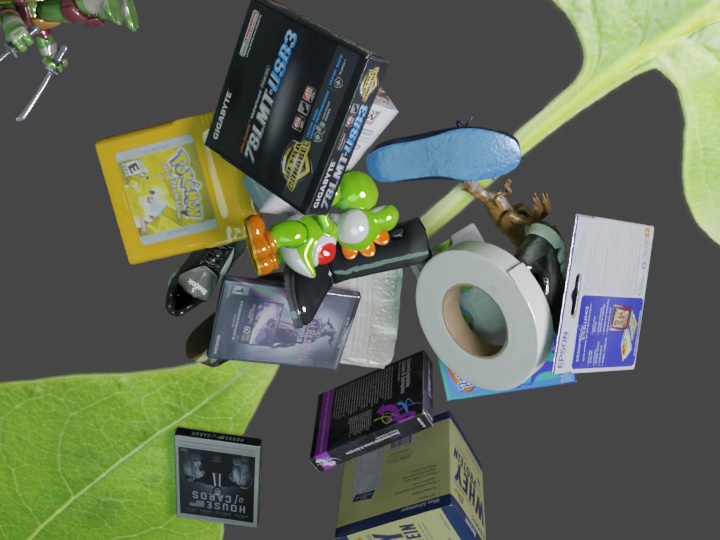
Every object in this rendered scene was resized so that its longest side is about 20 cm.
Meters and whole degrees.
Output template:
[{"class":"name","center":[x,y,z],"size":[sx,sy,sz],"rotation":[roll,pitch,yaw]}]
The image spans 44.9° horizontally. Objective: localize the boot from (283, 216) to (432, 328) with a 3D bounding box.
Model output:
[{"class":"boot","center":[0.000,-0.001,1.166],"size":[0.198,0.165,0.066],"rotation":[-10,125,2]}]

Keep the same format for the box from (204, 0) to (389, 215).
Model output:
[{"class":"box","center":[-0.084,-0.198,1.047],"size":[0.198,0.050,0.201],"rotation":[35,112,28]}]

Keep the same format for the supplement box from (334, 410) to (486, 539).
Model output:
[{"class":"supplement box","center":[0.082,0.363,1.380],"size":[0.198,0.200,0.135],"rotation":[-22,118,18]}]

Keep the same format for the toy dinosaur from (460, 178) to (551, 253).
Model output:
[{"class":"toy dinosaur","center":[0.209,-0.065,1.194],"size":[0.106,0.061,0.201],"rotation":[-21,116,32]}]

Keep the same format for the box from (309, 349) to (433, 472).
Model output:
[{"class":"box","center":[0.019,0.212,1.325],"size":[0.199,0.144,0.036],"rotation":[-27,118,21]}]

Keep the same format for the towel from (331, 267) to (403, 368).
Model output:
[{"class":"towel","center":[-0.008,0.060,1.296],"size":[0.131,0.035,0.202],"rotation":[5,122,2]}]

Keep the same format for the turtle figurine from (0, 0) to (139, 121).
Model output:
[{"class":"turtle figurine","center":[-0.373,-0.274,1.061],"size":[0.192,0.202,0.144],"rotation":[-11,155,7]}]

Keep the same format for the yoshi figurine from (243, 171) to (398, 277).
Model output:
[{"class":"yoshi figurine","center":[-0.053,-0.070,1.131],"size":[0.198,0.113,0.113],"rotation":[-15,118,-10]}]

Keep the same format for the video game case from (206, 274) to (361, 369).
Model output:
[{"class":"video game case","center":[-0.112,0.078,1.260],"size":[0.198,0.019,0.144],"rotation":[8,125,-16]}]

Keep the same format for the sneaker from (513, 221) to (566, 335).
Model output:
[{"class":"sneaker","center":[0.244,0.038,1.158],"size":[0.066,0.090,0.201],"rotation":[16,141,47]}]

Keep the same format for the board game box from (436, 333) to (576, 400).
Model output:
[{"class":"board game box","center":[0.211,0.110,1.299],"size":[0.198,0.045,0.153],"rotation":[-9,120,10]}]

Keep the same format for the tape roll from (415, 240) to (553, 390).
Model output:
[{"class":"tape roll","center":[0.158,0.059,1.138],"size":[0.202,0.037,0.205],"rotation":[25,128,36]}]

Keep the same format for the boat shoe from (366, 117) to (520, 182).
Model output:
[{"class":"boat shoe","center":[0.107,-0.159,1.131],"size":[0.198,0.069,0.085],"rotation":[3,110,9]}]

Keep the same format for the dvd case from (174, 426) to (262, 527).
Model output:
[{"class":"dvd case","center":[-0.247,0.362,1.516],"size":[0.149,0.025,0.202],"rotation":[7,122,2]}]

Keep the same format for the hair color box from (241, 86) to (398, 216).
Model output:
[{"class":"hair color box","center":[-0.054,-0.159,1.120],"size":[0.099,0.061,0.200],"rotation":[3,137,-50]}]

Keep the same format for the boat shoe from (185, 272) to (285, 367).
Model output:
[{"class":"boat shoe","center":[-0.171,0.075,1.308],"size":[0.199,0.074,0.065],"rotation":[-33,141,14]}]

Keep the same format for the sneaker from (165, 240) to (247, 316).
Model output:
[{"class":"sneaker","center":[-0.218,-0.004,1.243],"size":[0.066,0.091,0.200],"rotation":[34,119,-17]}]

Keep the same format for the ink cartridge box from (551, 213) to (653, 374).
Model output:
[{"class":"ink cartridge box","center":[0.303,0.030,1.127],"size":[0.199,0.047,0.200],"rotation":[4,96,-42]}]

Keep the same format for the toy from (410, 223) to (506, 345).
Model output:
[{"class":"toy","center":[0.165,0.046,1.221],"size":[0.115,0.047,0.201],"rotation":[-31,89,27]}]

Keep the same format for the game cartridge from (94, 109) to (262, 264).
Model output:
[{"class":"game cartridge","center":[-0.243,-0.113,1.180],"size":[0.198,0.032,0.178],"rotation":[-12,101,13]}]
